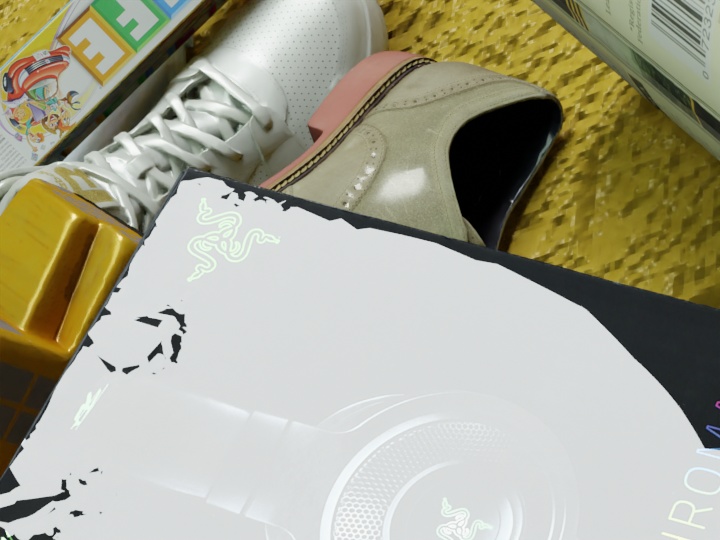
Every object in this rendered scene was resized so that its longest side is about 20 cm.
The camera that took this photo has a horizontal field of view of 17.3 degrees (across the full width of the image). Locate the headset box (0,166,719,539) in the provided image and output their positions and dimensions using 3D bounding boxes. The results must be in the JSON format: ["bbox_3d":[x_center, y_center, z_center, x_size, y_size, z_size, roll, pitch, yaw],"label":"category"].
[{"bbox_3d":[0.000,0.082,0.617,0.199,0.093,0.175,16,58,21],"label":"headset box"}]

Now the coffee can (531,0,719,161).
[{"bbox_3d":[0.126,-0.104,0.674,0.146,0.146,0.200,-48,39,7],"label":"coffee can"}]

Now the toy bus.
[{"bbox_3d":[-0.137,0.067,0.745,0.065,0.078,0.201,30,95,45],"label":"toy bus"}]

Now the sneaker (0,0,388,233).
[{"bbox_3d":[-0.070,-0.030,0.836,0.074,0.116,0.200,36,96,21],"label":"sneaker"}]

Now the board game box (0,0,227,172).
[{"bbox_3d":[-0.092,-0.090,0.904,0.200,0.034,0.134,-45,5,-2],"label":"board game box"}]

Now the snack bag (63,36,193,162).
[{"bbox_3d":[-0.141,-0.011,0.984,0.200,0.021,0.189,-33,42,25],"label":"snack bag"}]

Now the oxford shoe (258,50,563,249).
[{"bbox_3d":[0.000,0.000,0.763,0.074,0.071,0.200,5,50,35],"label":"oxford shoe"}]
